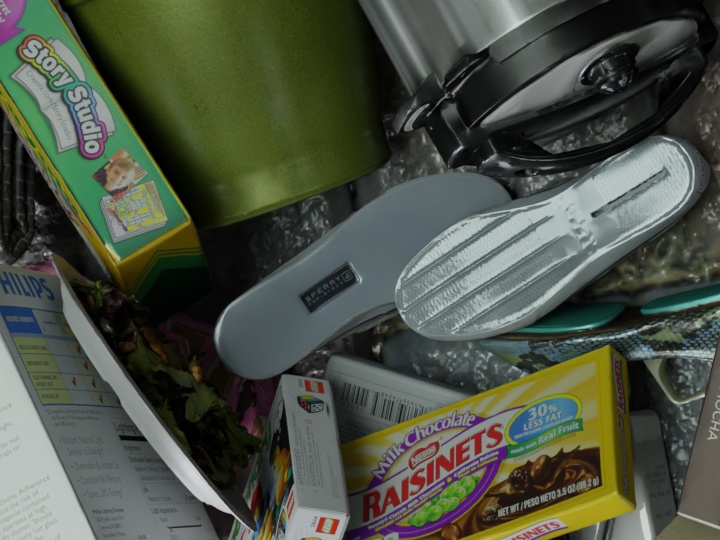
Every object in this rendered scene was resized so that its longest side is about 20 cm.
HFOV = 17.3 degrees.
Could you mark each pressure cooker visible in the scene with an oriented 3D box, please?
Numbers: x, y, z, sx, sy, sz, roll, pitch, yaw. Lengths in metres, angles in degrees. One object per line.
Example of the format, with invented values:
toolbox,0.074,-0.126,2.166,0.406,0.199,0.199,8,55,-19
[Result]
pressure cooker,0.094,-0.150,1.330,0.176,0.179,0.200,-35,76,24

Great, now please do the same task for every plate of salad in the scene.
plate of salad,-0.112,0.065,1.375,0.048,0.200,0.200,-35,75,-1

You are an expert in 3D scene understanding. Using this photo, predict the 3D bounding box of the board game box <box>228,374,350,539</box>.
board game box,-0.053,0.179,1.416,0.035,0.126,0.200,11,121,-13

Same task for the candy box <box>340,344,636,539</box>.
candy box,0.064,0.119,1.353,0.200,0.026,0.102,-23,44,28

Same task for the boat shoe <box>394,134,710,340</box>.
boat shoe,0.118,-0.013,1.380,0.200,0.067,0.074,-25,78,20

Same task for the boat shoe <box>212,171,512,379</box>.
boat shoe,0.002,0.005,1.452,0.202,0.086,0.075,-33,92,-3

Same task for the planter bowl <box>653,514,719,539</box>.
planter bowl,0.198,0.201,1.275,0.135,0.200,0.200,44,113,12

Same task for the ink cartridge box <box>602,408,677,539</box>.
ink cartridge box,0.099,0.187,1.428,0.200,0.045,0.176,-14,86,30

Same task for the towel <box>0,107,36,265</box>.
towel,-0.294,-0.078,1.586,0.166,0.086,0.200,-20,62,37

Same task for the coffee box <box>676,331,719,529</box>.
coffee box,0.250,0.075,1.244,0.080,0.200,0.113,18,103,27

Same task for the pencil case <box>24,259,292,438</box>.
pencil case,-0.145,0.057,1.536,0.200,0.083,0.087,18,67,28

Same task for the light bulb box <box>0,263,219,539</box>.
light bulb box,-0.199,0.114,1.399,0.125,0.198,0.200,-29,78,12

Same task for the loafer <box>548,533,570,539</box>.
loafer,0.044,0.203,1.378,0.200,0.068,0.070,-24,45,31

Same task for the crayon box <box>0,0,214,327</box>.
crayon box,-0.169,-0.075,1.434,0.058,0.173,0.200,-32,77,-6

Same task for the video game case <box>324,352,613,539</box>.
video game case,0.051,0.162,1.416,0.200,0.022,0.182,16,99,28

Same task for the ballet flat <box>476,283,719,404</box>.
ballet flat,0.161,0.048,1.371,0.200,0.074,0.074,-9,89,32

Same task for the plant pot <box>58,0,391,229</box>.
plant pot,-0.071,-0.134,1.432,0.200,0.200,0.193,-17,97,29
